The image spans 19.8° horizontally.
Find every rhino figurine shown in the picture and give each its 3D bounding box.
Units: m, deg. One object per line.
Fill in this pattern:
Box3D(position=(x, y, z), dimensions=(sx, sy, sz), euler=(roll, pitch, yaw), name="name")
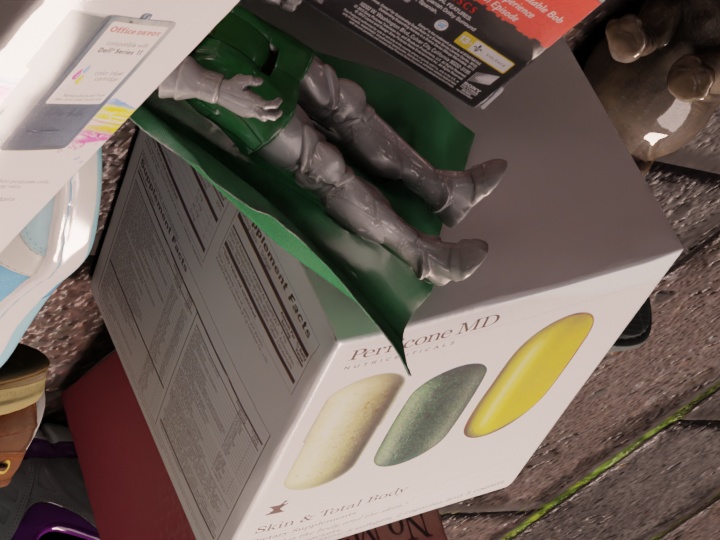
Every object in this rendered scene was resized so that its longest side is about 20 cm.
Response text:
Box3D(position=(0.143, -0.097, 0.894), dimensions=(0.200, 0.060, 0.087), euler=(-44, 171, 33), name="rhino figurine")

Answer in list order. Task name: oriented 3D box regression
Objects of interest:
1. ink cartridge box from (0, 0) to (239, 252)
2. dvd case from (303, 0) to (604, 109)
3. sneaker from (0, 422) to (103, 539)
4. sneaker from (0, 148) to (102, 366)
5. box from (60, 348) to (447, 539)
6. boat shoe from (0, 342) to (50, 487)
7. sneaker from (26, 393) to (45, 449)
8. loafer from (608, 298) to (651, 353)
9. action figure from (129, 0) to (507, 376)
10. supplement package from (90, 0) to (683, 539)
Box3D(position=(-0.099, -0.098, 0.569), dimensions=(0.067, 0.117, 0.200), euler=(3, 143, -49), name="ink cartridge box")
Box3D(position=(0.052, -0.146, 0.658), dimensions=(0.146, 0.022, 0.200), euler=(28, 131, -29), name="dvd case")
Box3D(position=(-0.122, 0.120, 1.039), dimensions=(0.200, 0.088, 0.074), euler=(-6, 150, -39), name="sneaker")
Box3D(position=(-0.173, -0.010, 0.727), dimensions=(0.130, 0.080, 0.200), euler=(-12, 152, -33), name="sneaker")
Box3D(position=(-0.042, 0.124, 0.970), dimensions=(0.128, 0.200, 0.109), euler=(-8, 163, -36), name="box")
Box3D(position=(-0.201, 0.076, 0.811), dimensions=(0.200, 0.072, 0.068), euler=(-14, 115, -53), name="boat shoe")
Box3D(position=(-0.233, 0.103, 0.934), dimensions=(0.200, 0.074, 0.118), euler=(-40, -172, -11), name="sneaker")
Box3D(position=(0.075, 0.004, 1.049), dimensions=(0.063, 0.072, 0.200), euler=(-18, 158, 35), name="loafer")
Box3D(position=(-0.042, -0.065, 0.673), dimensions=(0.200, 0.118, 0.055), euler=(34, 131, -19), name="action figure")
Box3D(position=(0.000, 0.000, 0.834), dimensions=(0.152, 0.151, 0.200), euler=(-14, 154, -25), name="supplement package")
